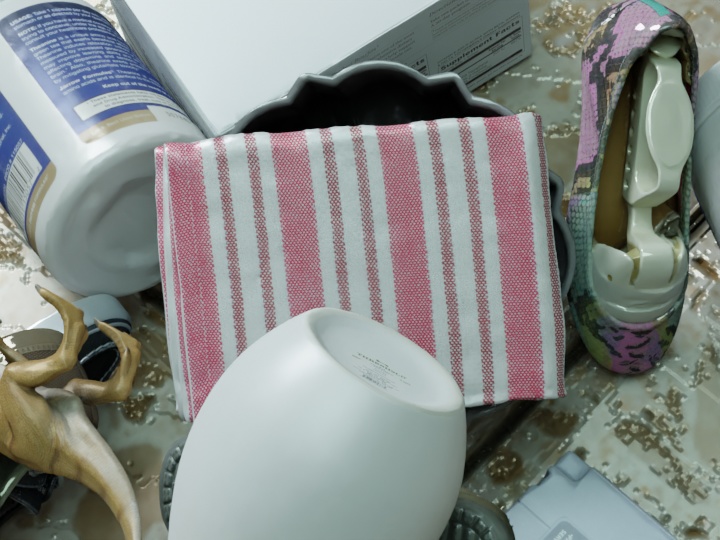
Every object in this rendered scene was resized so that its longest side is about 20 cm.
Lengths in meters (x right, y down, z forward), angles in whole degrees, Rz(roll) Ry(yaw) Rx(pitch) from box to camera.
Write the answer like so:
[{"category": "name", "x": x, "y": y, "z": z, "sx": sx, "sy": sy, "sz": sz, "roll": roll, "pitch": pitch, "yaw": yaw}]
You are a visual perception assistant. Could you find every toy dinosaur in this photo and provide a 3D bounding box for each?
[{"category": "toy dinosaur", "x": -0.142, "y": 0.072, "z": 0.864, "sx": 0.200, "sy": 0.060, "sz": 0.106, "roll": 27, "pitch": 85, "yaw": 28}]

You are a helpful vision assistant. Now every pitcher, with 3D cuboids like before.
[{"category": "pitcher", "x": -0.013, "y": 0.133, "z": 0.840, "sx": 0.171, "sy": 0.121, "sz": 0.200, "roll": 27, "pitch": 108, "yaw": -4}]

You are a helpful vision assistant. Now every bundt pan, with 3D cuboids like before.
[{"category": "bundt pan", "x": 0.013, "y": -0.010, "z": 0.973, "sx": 0.201, "sy": 0.076, "sz": 0.203, "roll": 0, "pitch": 96, "yaw": 5}]

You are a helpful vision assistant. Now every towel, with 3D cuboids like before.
[{"category": "towel", "x": 0.000, "y": 0.000, "z": 0.926, "sx": 0.199, "sy": 0.030, "sz": 0.147, "roll": -5, "pitch": 95, "yaw": 2}]

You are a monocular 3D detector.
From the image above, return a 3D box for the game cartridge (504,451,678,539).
[{"category": "game cartridge", "x": 0.086, "y": 0.202, "z": 0.918, "sx": 0.133, "sy": 0.042, "sz": 0.200, "roll": 42, "pitch": 76, "yaw": 18}]

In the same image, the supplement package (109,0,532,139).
[{"category": "supplement package", "x": -0.027, "y": -0.156, "z": 1.059, "sx": 0.200, "sy": 0.111, "sz": 0.156, "roll": -32, "pitch": 65, "yaw": -8}]

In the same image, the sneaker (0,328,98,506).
[{"category": "sneaker", "x": -0.223, "y": 0.104, "z": 0.916, "sx": 0.200, "sy": 0.070, "sz": 0.076, "roll": -30, "pitch": 65, "yaw": 5}]

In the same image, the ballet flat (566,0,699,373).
[{"category": "ballet flat", "x": 0.144, "y": -0.038, "z": 0.947, "sx": 0.069, "sy": 0.071, "sz": 0.201, "roll": -2, "pitch": 103, "yaw": -13}]

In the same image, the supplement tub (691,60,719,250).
[{"category": "supplement tub", "x": 0.254, "y": -0.015, "z": 0.945, "sx": 0.131, "sy": 0.132, "sz": 0.201, "roll": -19, "pitch": 63, "yaw": -2}]

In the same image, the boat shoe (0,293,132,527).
[{"category": "boat shoe", "x": -0.187, "y": 0.100, "z": 0.981, "sx": 0.200, "sy": 0.072, "sz": 0.068, "roll": -44, "pitch": 65, "yaw": -10}]

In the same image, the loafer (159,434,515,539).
[{"category": "loafer", "x": -0.010, "y": 0.128, "z": 0.930, "sx": 0.199, "sy": 0.070, "sz": 0.076, "roll": 13, "pitch": 95, "yaw": 25}]

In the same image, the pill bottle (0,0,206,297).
[{"category": "pill bottle", "x": -0.168, "y": -0.086, "z": 1.036, "sx": 0.111, "sy": 0.111, "sz": 0.200, "roll": -34, "pitch": 53, "yaw": -9}]
